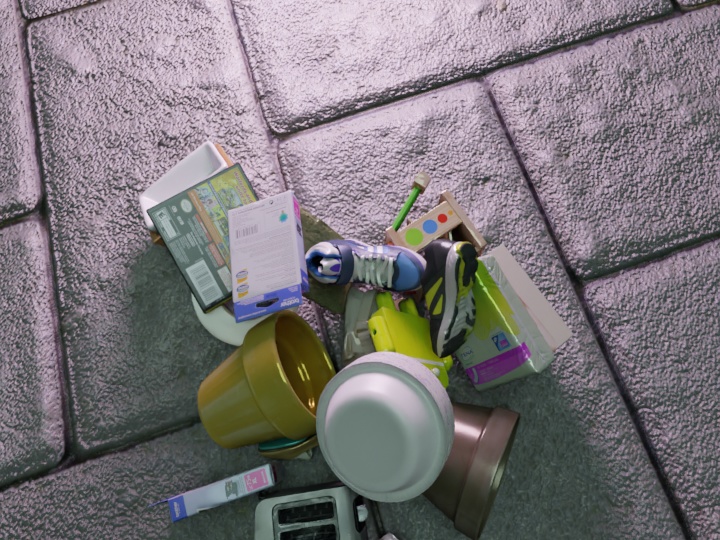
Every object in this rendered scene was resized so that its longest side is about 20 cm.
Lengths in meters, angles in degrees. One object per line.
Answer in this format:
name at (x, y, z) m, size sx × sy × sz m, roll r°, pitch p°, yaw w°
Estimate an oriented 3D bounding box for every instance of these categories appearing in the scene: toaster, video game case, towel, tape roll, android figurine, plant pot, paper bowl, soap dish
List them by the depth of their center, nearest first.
paper bowl at (0.029, 0.226, 0.730) m, size 0.197 × 0.104 × 0.205 m, roll 2°, pitch 95°, yaw 22°
toaster at (-0.078, 0.438, 0.817) m, size 0.196 × 0.119 × 0.185 m, roll -8°, pitch 71°, yaw 0°
plant pot at (0.145, 0.295, 0.834) m, size 0.171 × 0.200 × 0.203 m, roll 18°, pitch 73°, yaw 25°
android figurine at (0.085, 0.130, 0.847) m, size 0.041 × 0.180 × 0.203 m, roll -40°, pitch 49°, yaw 31°
plant pot at (-0.159, 0.199, 0.861) m, size 0.187 × 0.200 × 0.204 m, roll -29°, pitch 72°, yaw 15°
video game case at (-0.243, -0.057, 0.902) m, size 0.179 × 0.025 × 0.202 m, roll -30°, pitch 94°, yaw -14°
towel at (-0.080, -0.015, 0.938) m, size 0.036 × 0.199 × 0.151 m, roll -5°, pitch 64°, yaw 42°
tape roll at (-0.207, 0.035, 0.938) m, size 0.198 × 0.037 × 0.208 m, roll 1°, pitch 86°, yaw -13°
soap dish at (-0.322, -0.143, 0.989) m, size 0.199 × 0.082 × 0.158 m, roll -39°, pitch 44°, yaw -3°

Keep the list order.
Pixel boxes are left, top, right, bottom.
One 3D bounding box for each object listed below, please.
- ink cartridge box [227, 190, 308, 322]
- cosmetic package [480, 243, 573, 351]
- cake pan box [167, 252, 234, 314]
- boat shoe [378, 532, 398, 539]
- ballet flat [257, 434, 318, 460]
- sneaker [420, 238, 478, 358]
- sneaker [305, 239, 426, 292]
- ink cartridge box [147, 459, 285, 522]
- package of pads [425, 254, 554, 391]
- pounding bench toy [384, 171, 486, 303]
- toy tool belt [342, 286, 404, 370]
ink cartridge box at (-0.149, -0.020, 0.827) m, size 0.117 × 0.042 × 0.204 m, roll -15°, pitch 63°, yaw 11°
cosmetic package at (0.266, 0.071, 0.921) m, size 0.086 × 0.104 × 0.201 m, roll -25°, pitch 71°, yaw -28°
cake pan box at (-0.241, -0.034, 1.007) m, size 0.199 × 0.052 × 0.185 m, roll 38°, pitch 80°, yaw 13°
boat shoe at (0.113, 0.494, 0.824) m, size 0.199 × 0.075 × 0.068 m, roll 42°, pitch 58°, yaw 15°
ballet flat at (-0.079, 0.294, 0.894) m, size 0.197 × 0.069 × 0.064 m, roll -22°, pitch 103°, yaw -3°
sneaker at (0.137, 0.042, 0.826) m, size 0.073 × 0.204 × 0.084 m, roll -12°, pitch 27°, yaw -37°
sneaker at (0.000, 0.000, 0.856) m, size 0.197 × 0.146 × 0.082 m, roll 18°, pitch 110°, yaw 31°
ink cartridge box at (-0.228, 0.362, 0.844) m, size 0.196 × 0.120 × 0.043 m, roll -16°, pitch 74°, yaw -4°
package of pads at (0.210, 0.093, 0.871) m, size 0.067 × 0.154 × 0.202 m, roll -23°, pitch 80°, yaw -34°
pounding bench toy at (0.107, -0.067, 0.966) m, size 0.154 × 0.125 × 0.202 m, roll -31°, pitch 74°, yaw -7°
toy tool belt at (0.029, 0.128, 0.905) m, size 0.120 × 0.126 × 0.203 m, roll 4°, pitch 53°, yaw -3°
